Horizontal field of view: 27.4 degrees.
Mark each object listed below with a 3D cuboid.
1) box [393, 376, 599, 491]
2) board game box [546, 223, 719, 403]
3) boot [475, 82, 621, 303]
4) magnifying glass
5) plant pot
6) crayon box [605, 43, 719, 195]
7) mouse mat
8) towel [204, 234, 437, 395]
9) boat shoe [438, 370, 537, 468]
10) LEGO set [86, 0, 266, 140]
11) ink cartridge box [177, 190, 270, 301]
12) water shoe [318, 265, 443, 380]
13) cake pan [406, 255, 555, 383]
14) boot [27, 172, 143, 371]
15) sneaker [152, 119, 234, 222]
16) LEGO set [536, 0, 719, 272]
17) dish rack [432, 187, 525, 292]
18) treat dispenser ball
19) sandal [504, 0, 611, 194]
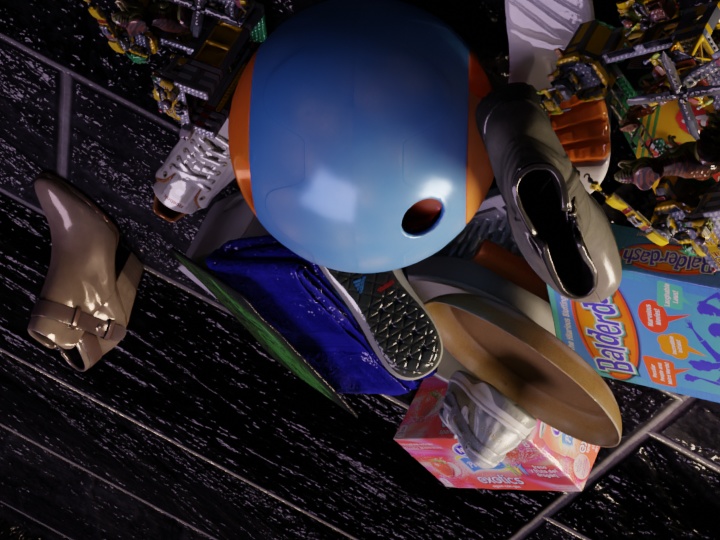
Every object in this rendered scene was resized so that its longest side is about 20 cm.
[{"bbox_3d":[0.145,0.156,1.507,0.095,0.103,0.200,44,151,-27],"label":"box"},{"bbox_3d":[0.247,0.037,1.145,0.199,0.045,0.152,12,146,25],"label":"board game box"},{"bbox_3d":[0.134,-0.020,1.003,0.067,0.131,0.200,-24,127,12],"label":"boot"},{"bbox_3d":[0.186,0.031,1.245,0.199,0.022,0.080,30,153,-3],"label":"magnifying glass"},{"bbox_3d":[0.139,0.078,1.239,0.200,0.028,0.200,35,167,9],"label":"plant pot"},{"bbox_3d":[0.269,-0.075,1.045,0.126,0.051,0.200,3,145,39],"label":"crayon box"},{"bbox_3d":[-0.093,0.060,1.417,0.200,0.008,0.161,48,169,-34],"label":"mouse mat"},{"bbox_3d":[-0.038,0.046,1.363,0.147,0.050,0.200,-7,136,42],"label":"towel"},{"bbox_3d":[0.105,0.138,1.329,0.074,0.065,0.202,37,175,-7],"label":"boat shoe"},{"bbox_3d":[-0.153,-0.192,1.139,0.153,0.116,0.200,25,152,5],"label":"LEGO set"},{"bbox_3d":[-0.061,0.010,1.462,0.200,0.085,0.144,40,150,-19],"label":"ink cartridge box"},{"bbox_3d":[0.000,0.000,1.229,0.201,0.071,0.079,66,171,-4],"label":"water shoe"},{"bbox_3d":[0.105,0.053,1.343,0.199,0.037,0.201,22,153,12],"label":"cake pan"},{"bbox_3d":[-0.323,0.010,1.638,0.070,0.147,0.200,1,142,45],"label":"boot"},{"bbox_3d":[-0.140,-0.096,1.355,0.073,0.085,0.200,33,151,-7],"label":"sneaker"},{"bbox_3d":[0.198,-0.069,0.937,0.153,0.116,0.200,-1,134,42],"label":"LEGO set"},{"bbox_3d":[0.147,-0.014,1.273,0.171,0.044,0.200,39,151,-22],"label":"dish rack"},{"bbox_3d":[0.003,-0.099,1.084,0.200,0.201,0.201,22,153,12],"label":"treat dispenser ball"},{"bbox_3d":[0.145,-0.144,1.043,0.079,0.059,0.208,10,127,21],"label":"sandal"}]
